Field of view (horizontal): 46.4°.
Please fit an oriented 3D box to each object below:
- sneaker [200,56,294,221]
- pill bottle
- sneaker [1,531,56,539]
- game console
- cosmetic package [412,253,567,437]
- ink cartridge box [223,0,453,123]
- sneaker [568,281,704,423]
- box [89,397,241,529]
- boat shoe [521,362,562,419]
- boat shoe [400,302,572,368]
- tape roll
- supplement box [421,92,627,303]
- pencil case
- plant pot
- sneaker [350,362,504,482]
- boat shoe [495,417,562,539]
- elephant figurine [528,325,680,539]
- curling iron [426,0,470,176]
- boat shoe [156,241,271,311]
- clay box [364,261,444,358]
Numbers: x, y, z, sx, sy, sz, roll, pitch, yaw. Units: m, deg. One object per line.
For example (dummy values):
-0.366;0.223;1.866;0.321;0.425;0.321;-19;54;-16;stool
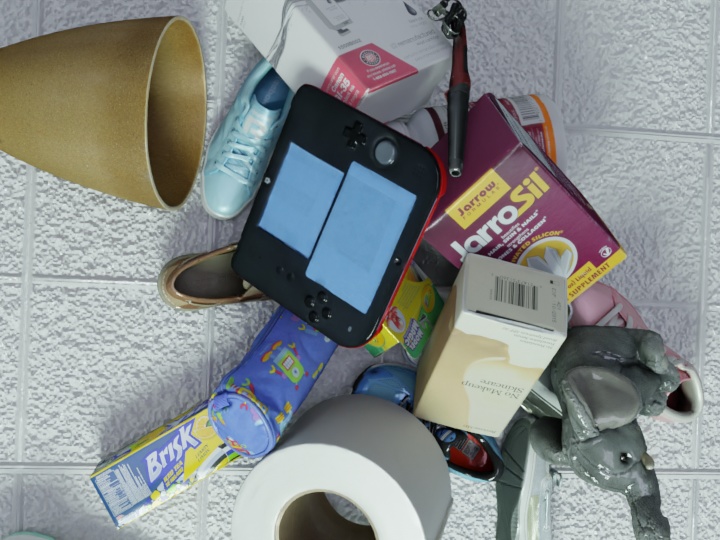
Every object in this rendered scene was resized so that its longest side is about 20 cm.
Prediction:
-0.119;-0.151;0.897;0.073;0.082;0.203;22;87;-7;sneaker
0.113;-0.123;0.916;0.196;0.114;0.116;-9;92;-8;pill bottle
-0.289;0.329;0.846;0.196;0.140;0.079;11;89;-8;sneaker
-0.025;-0.048;0.785;0.175;0.031;0.202;30;107;18;game console
0.123;0.081;0.837;0.103;0.201;0.072;13;51;-1;cosmetic package
-0.022;-0.246;0.856;0.146;0.083;0.201;-30;75;-37;ink cartridge box
0.316;0.092;0.954;0.075;0.105;0.201;-39;95;-4;sneaker
-0.181;0.188;0.897;0.198;0.070;0.065;-29;95;-7;box
0.237;0.158;0.963;0.199;0.063;0.071;41;44;-15;boat shoe
0.145;0.067;0.936;0.198;0.086;0.076;-12;92;-9;boat shoe
-0.015;0.244;0.853;0.199;0.139;0.207;3;102;15;tape roll
0.152;-0.053;0.840;0.131;0.104;0.199;-42;125;18;supplement box
-0.079;0.091;0.854;0.087;0.077;0.201;50;41;-15;pencil case
-0.273;-0.165;0.840;0.196;0.186;0.190;7;89;5;plant pot
0.081;0.168;0.926;0.198;0.090;0.079;31;86;-7;sneaker
0.195;0.268;0.956;0.064;0.074;0.206;0;94;-14;boat shoe
0.236;0.149;0.831;0.200;0.153;0.143;-50;125;-43;elephant figurine
0.086;-0.178;0.805;0.049;0.025;0.203;19;61;-35;curling iron
-0.116;0.002;0.899;0.197;0.072;0.077;-17;93;-17;boat shoe
0.000;0.000;0.896;0.047;0.115;0.201;-33;103;38;clay box
